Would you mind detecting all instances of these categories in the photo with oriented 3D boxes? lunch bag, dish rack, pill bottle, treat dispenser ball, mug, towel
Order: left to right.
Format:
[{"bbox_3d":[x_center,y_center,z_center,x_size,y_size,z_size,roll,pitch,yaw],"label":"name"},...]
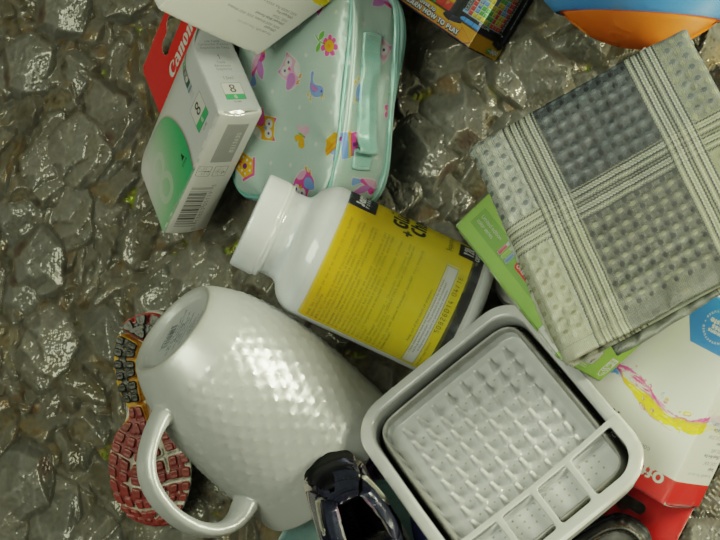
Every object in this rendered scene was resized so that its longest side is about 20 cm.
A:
[{"bbox_3d":[-0.102,0.121,1.573,0.147,0.175,0.201,-13,40,55],"label":"mug"},{"bbox_3d":[-0.035,-0.147,1.681,0.160,0.077,0.201,7,92,46],"label":"lunch bag"},{"bbox_3d":[0.000,0.000,1.589,0.199,0.112,0.113,25,96,-4],"label":"pill bottle"},{"bbox_3d":[0.110,0.139,1.492,0.171,0.044,0.200,-39,53,2],"label":"dish rack"},{"bbox_3d":[0.194,-0.049,1.409,0.192,0.035,0.201,-29,63,15],"label":"towel"},{"bbox_3d":[0.219,-0.272,1.498,0.200,0.201,0.202,-5,79,30],"label":"treat dispenser ball"}]

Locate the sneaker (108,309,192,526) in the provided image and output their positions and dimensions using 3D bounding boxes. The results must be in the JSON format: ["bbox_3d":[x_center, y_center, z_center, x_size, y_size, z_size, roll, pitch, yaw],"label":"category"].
[{"bbox_3d":[-0.176,0.133,1.753,0.077,0.082,0.201,7,101,12],"label":"sneaker"}]

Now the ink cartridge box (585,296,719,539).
[{"bbox_3d":[0.227,0.104,1.511,0.116,0.067,0.201,28,97,33],"label":"ink cartridge box"}]

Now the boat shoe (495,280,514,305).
[{"bbox_3d":[0.186,-0.027,1.558,0.199,0.066,0.072,-25,70,25],"label":"boat shoe"}]

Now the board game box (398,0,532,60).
[{"bbox_3d":[0.078,-0.302,1.673,0.200,0.057,0.166,38,103,30],"label":"board game box"}]

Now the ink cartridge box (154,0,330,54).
[{"bbox_3d":[-0.077,-0.302,1.589,0.200,0.144,0.148,-35,64,22],"label":"ink cartridge box"}]

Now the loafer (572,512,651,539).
[{"bbox_3d":[0.154,0.274,1.515,0.073,0.072,0.200,38,105,7],"label":"loafer"}]

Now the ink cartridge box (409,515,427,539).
[{"bbox_3d":[0.107,0.236,1.493,0.119,0.042,0.201,-20,56,15],"label":"ink cartridge box"}]

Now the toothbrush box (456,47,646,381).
[{"bbox_3d":[0.197,-0.040,1.467,0.200,0.086,0.146,-44,61,12],"label":"toothbrush box"}]

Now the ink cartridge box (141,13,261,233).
[{"bbox_3d":[-0.163,-0.160,1.742,0.201,0.050,0.161,64,144,30],"label":"ink cartridge box"}]

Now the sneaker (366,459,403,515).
[{"bbox_3d":[0.040,0.160,1.625,0.200,0.081,0.084,-34,82,31],"label":"sneaker"}]

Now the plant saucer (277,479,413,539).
[{"bbox_3d":[0.022,0.267,1.600,0.200,0.039,0.202,1,96,10],"label":"plant saucer"}]

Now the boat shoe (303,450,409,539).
[{"bbox_3d":[0.014,0.243,1.514,0.074,0.093,0.201,-27,104,-4],"label":"boat shoe"}]
